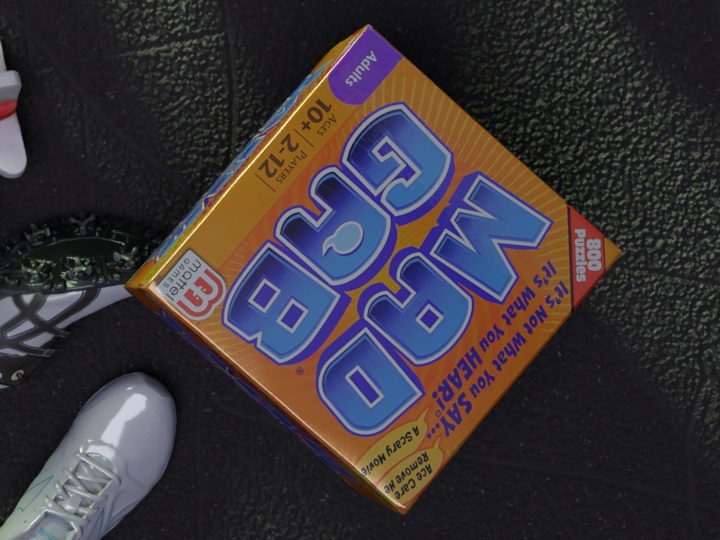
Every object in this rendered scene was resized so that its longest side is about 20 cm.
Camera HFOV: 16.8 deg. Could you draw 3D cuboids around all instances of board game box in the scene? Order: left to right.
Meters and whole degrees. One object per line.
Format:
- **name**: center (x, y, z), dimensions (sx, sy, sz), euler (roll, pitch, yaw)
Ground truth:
- **board game box**: center (0.000, 0.000, 1.471), dimensions (0.200, 0.200, 0.200), euler (41, 84, -6)

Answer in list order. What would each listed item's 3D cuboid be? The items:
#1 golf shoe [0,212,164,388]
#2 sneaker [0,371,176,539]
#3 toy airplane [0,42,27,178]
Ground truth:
- **golf shoe**: center (-0.216, 0.025, 1.599), dimensions (0.199, 0.078, 0.095), euler (-11, 125, 6)
- **sneaker**: center (-0.189, 0.157, 1.618), dimensions (0.070, 0.080, 0.201), euler (35, 103, -3)
- **toy airplane**: center (-0.308, -0.095, 1.530), dimensions (0.200, 0.141, 0.200), euler (31, 86, 11)
